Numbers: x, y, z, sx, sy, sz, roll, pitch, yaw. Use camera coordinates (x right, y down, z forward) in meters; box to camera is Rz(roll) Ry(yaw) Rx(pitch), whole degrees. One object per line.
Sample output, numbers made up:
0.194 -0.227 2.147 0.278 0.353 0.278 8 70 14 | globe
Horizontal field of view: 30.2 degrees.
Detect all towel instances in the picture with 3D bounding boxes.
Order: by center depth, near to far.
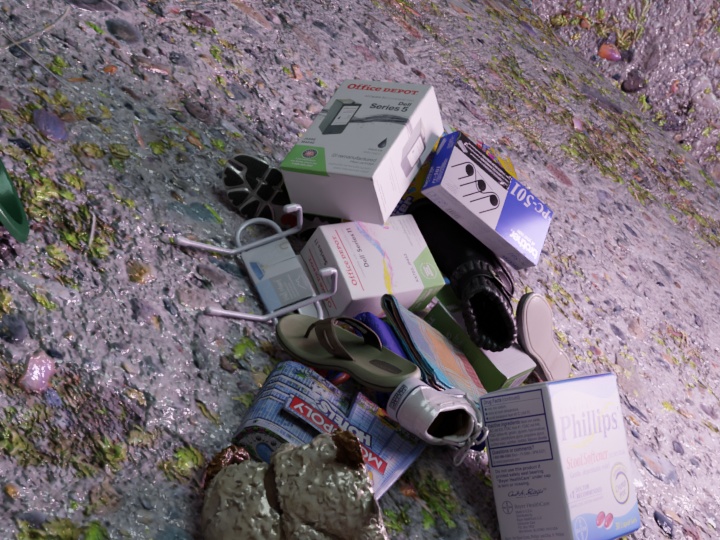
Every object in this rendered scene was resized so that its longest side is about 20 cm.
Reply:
0.070 0.145 1.671 0.199 0.049 0.148 37 18 -44 | towel
0.106 0.116 1.714 0.199 0.022 0.148 35 21 -49 | towel

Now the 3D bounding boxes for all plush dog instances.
-0.070 0.229 1.283 0.162 0.169 0.202 76 -4 -49 | plush dog

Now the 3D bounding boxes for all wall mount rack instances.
-0.130 -0.002 1.657 0.172 0.075 0.201 -19 54 -15 | wall mount rack

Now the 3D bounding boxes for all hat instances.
-0.468 -0.078 1.392 0.167 0.174 0.201 61 -4 41 | hat

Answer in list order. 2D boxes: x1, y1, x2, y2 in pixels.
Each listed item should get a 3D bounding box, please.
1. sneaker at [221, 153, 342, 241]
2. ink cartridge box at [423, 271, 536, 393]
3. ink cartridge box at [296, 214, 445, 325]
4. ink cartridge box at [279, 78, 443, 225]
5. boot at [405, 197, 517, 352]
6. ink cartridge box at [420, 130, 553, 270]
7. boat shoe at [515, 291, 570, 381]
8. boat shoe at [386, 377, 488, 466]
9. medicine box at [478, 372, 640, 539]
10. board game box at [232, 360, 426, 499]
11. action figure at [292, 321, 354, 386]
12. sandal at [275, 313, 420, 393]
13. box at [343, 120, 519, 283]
-0.116 -0.102 1.849 0.199 0.081 0.084 32 12 -36 | sneaker
0.146 0.090 1.882 0.200 0.059 0.103 48 27 17 | ink cartridge box
0.000 0.000 1.750 0.198 0.067 0.118 -9 63 -36 | ink cartridge box
0.005 -0.164 1.792 0.144 0.085 0.201 9 47 28 | ink cartridge box
0.140 0.002 1.836 0.211 0.079 0.158 41 25 -12 | boot
0.177 -0.095 1.841 0.199 0.044 0.095 38 59 -27 | ink cartridge box
0.249 0.098 1.928 0.057 0.067 0.201 22 -26 38 | boat shoe
0.108 0.178 1.531 0.086 0.075 0.202 36 1 29 | boat shoe
0.247 0.237 1.640 0.181 0.102 0.203 -1 81 -53 | medicine box
-0.035 0.202 1.469 0.199 0.062 0.200 37 26 -5 | board game box
-0.030 0.106 1.646 0.066 0.052 0.199 49 29 8 | action figure
-0.012 0.084 1.556 0.199 0.058 0.079 19 32 33 | sandal
0.102 -0.099 1.961 0.191 0.201 0.123 24 30 -26 | box
